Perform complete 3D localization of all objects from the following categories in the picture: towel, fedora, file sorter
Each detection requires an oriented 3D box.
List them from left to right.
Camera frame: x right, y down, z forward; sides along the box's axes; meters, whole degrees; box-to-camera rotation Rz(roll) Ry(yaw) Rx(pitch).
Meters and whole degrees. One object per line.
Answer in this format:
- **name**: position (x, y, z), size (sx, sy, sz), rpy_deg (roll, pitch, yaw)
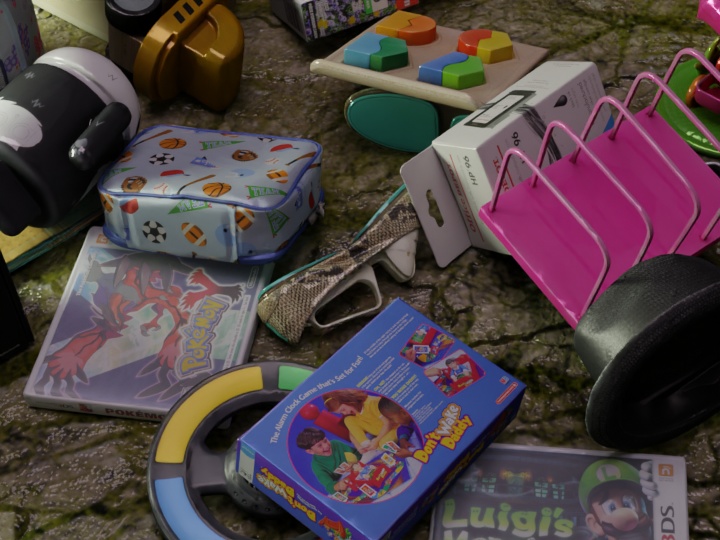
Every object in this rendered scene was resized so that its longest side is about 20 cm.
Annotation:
- **towel**: position (-0.346, -0.058, 1.311), size (0.200, 0.022, 0.147), rpy_deg (-34, 56, -21)
- **file sorter**: position (0.227, -0.075, 1.129), size (0.200, 0.125, 0.139), rpy_deg (-31, 69, -19)
- **fedora**: position (0.243, 0.051, 1.072), size (0.200, 0.201, 0.092), rpy_deg (-25, 50, -16)

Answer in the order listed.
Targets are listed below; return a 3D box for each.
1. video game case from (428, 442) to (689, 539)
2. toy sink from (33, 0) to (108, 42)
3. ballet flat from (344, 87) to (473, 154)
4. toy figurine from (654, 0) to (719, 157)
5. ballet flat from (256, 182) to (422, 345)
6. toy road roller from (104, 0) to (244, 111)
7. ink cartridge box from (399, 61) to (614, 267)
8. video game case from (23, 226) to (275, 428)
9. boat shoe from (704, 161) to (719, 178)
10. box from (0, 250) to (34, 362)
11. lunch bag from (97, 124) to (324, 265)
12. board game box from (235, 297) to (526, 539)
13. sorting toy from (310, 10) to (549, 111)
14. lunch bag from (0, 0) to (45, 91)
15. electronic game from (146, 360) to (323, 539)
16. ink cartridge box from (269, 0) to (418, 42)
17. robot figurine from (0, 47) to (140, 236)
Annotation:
- **video game case**: position (0.152, 0.216, 1.039), size (0.200, 0.023, 0.182), rpy_deg (3, 50, 7)
- **toy sink**: position (-0.300, -0.358, 1.502), size (0.200, 0.112, 0.130), rpy_deg (30, 57, 26)
- **ballet flat**: position (0.086, -0.150, 1.336), size (0.200, 0.071, 0.071), rpy_deg (8, 51, 11)
- **toy figurine**: position (0.385, -0.238, 1.304), size (0.150, 0.184, 0.200), rpy_deg (34, 59, 28)
- **ballet flat**: position (0.000, 0.000, 1.217), size (0.200, 0.068, 0.075), rpy_deg (-38, 79, -19)
- **toy road roller**: position (-0.167, -0.256, 1.407), size (0.146, 0.123, 0.200), rpy_deg (32, 58, 10)
- **ink cartridge box**: position (0.143, -0.094, 1.233), size (0.200, 0.116, 0.068), rpy_deg (-37, 28, -24)
- **video game case**: position (-0.184, 0.045, 1.209), size (0.182, 0.023, 0.200), rpy_deg (5, 50, 9)
- **boat shoe**: position (0.247, -0.047, 1.227), size (0.200, 0.069, 0.072), rpy_deg (-15, 50, -9)
- **box**: position (-0.398, 0.036, 1.140), size (0.200, 0.164, 0.086), rpy_deg (-31, 54, -21)
- **lunch bag**: position (-0.132, -0.075, 1.260), size (0.200, 0.076, 0.160), rpy_deg (9, 34, 15)
- **board game box**: position (0.018, 0.123, 1.064), size (0.134, 0.045, 0.200), rpy_deg (35, 52, 21)
- **sorting toy**: position (0.073, -0.216, 1.351), size (0.185, 0.037, 0.200), rpy_deg (16, 29, 22)
- **lunch bag**: position (-0.392, -0.221, 1.350), size (0.127, 0.170, 0.200), rpy_deg (3, 43, 5)
- **electronic game**: position (-0.070, 0.160, 1.077), size (0.200, 0.042, 0.200), rpy_deg (2, 55, -2)
- **ink cartridge box**: position (0.008, -0.318, 1.472), size (0.200, 0.050, 0.109), rpy_deg (-22, 36, -15)
- **robot figurine**: position (-0.294, -0.119, 1.266), size (0.150, 0.125, 0.200), rpy_deg (29, 58, 12)
